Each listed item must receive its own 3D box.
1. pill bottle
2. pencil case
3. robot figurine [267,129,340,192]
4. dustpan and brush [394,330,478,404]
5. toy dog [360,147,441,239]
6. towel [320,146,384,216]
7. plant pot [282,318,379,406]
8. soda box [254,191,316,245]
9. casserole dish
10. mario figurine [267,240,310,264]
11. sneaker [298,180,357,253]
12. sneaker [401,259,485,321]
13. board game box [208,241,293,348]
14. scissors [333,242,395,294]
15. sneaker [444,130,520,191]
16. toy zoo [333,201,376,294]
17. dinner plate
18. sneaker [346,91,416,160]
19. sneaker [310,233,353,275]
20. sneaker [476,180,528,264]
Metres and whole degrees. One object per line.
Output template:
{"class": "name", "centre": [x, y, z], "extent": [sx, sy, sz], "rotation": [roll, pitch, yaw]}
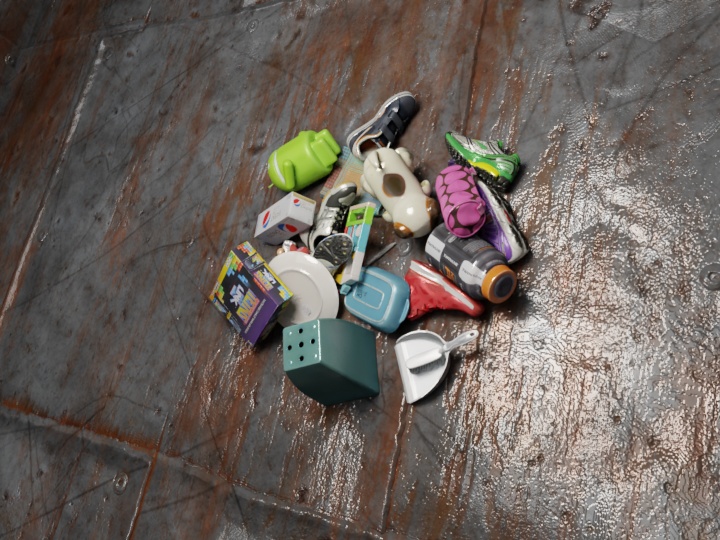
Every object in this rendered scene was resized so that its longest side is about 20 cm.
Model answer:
{"class": "pill bottle", "centre": [0.222, -0.013, 1.368], "extent": [0.107, 0.106, 0.200], "rotation": [-50, 40, 3]}
{"class": "pencil case", "centre": [0.204, -0.147, 1.396], "extent": [0.092, 0.092, 0.201], "rotation": [-20, 30, 11]}
{"class": "robot figurine", "centre": [-0.148, -0.270, 1.717], "extent": [0.198, 0.116, 0.177], "rotation": [-24, 31, 28]}
{"class": "dustpan and brush", "centre": [0.155, 0.168, 1.384], "extent": [0.197, 0.057, 0.142], "rotation": [-25, 59, 20]}
{"class": "toy dog", "centre": [0.097, -0.164, 1.485], "extent": [0.138, 0.194, 0.202], "rotation": [-31, 69, -1]}
{"class": "towel", "centre": [0.002, -0.219, 1.667], "extent": [0.198, 0.022, 0.149], "rotation": [22, 82, 36]}
{"class": "plant pot", "centre": [-0.072, 0.180, 1.431], "extent": [0.139, 0.199, 0.144], "rotation": [-17, 61, 24]}
{"class": "soda box", "centre": [-0.184, -0.122, 1.658], "extent": [0.199, 0.067, 0.065], "rotation": [-21, 55, 56]}
{"class": "casserole dish", "centre": [0.029, 0.057, 1.488], "extent": [0.199, 0.038, 0.123], "rotation": [24, 95, 51]}
{"class": "mario figurine", "centre": [-0.210, -0.011, 1.655], "extent": [0.198, 0.106, 0.126], "rotation": [-26, 65, 23]}
{"class": "sneaker", "centre": [-0.062, -0.120, 1.627], "extent": [0.200, 0.075, 0.088], "rotation": [-48, 57, 29]}
{"class": "sneaker", "centre": [0.161, 0.071, 1.430], "extent": [0.199, 0.078, 0.117], "rotation": [37, 105, 40]}
{"class": "board game box", "centre": [-0.256, 0.059, 1.581], "extent": [0.166, 0.056, 0.201], "rotation": [48, 138, 10]}
{"class": "scissors", "centre": [0.000, 0.000, 1.582], "extent": [0.197, 0.014, 0.074], "rotation": [-21, 58, 21]}
{"class": "sneaker", "centre": [0.263, -0.251, 1.498], "extent": [0.085, 0.078, 0.199], "rotation": [-47, 60, -7]}
{"class": "toy zoo", "centre": [-0.018, -0.047, 1.533], "extent": [0.131, 0.020, 0.204], "rotation": [-179, 103, -71]}
{"class": "dinner plate", "centre": [-0.141, 0.057, 1.560], "extent": [0.196, 0.024, 0.204], "rotation": [9, 113, 22]}
{"class": "sneaker", "centre": [0.061, -0.335, 1.640], "extent": [0.199, 0.078, 0.080], "rotation": [-40, 44, 12]}
{"class": "sneaker", "centre": [-0.073, -0.026, 1.552], "extent": [0.072, 0.072, 0.200], "rotation": [47, 133, 2]}
{"class": "sneaker", "centre": [0.271, -0.099, 1.421], "extent": [0.083, 0.080, 0.203], "rotation": [-35, 52, 28]}
